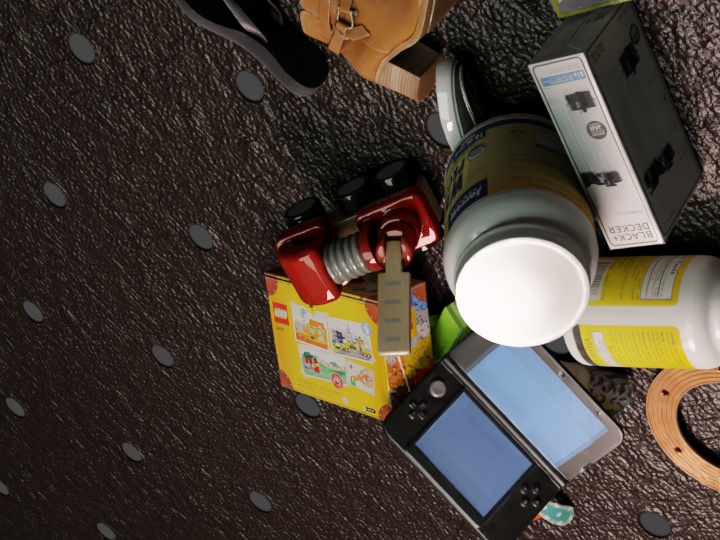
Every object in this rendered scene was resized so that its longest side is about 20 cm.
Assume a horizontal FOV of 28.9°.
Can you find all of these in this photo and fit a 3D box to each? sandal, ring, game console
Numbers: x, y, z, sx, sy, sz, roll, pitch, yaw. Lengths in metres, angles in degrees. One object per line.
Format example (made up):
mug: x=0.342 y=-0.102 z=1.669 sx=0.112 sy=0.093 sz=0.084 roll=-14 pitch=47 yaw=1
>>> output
sandal: x=-0.112 y=-0.266 z=1.465 sx=0.199 sy=0.077 sz=0.043 roll=35 pitch=143 yaw=-10
ring: x=0.402 y=0.167 z=1.494 sx=0.198 sy=0.019 sz=0.202 roll=21 pitch=135 yaw=22
game console: x=0.153 y=0.175 z=1.524 sx=0.200 sy=0.171 sz=0.118 roll=46 pitch=162 yaw=2

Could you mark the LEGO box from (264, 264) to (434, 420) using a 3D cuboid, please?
LEGO box: x=-0.013 y=0.076 z=1.635 sx=0.198 sy=0.077 sz=0.151 roll=14 pitch=119 yaw=44

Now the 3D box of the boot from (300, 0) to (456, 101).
boot: x=0.014 y=-0.270 z=1.362 sx=0.154 sy=0.074 sz=0.201 roll=32 pitch=137 yaw=17

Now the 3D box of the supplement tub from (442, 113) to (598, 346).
supplement tub: x=0.148 y=-0.039 z=1.309 sx=0.142 sy=0.201 sz=0.146 roll=2 pitch=126 yaw=3

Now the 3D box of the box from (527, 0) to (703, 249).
box: x=0.236 y=-0.134 z=1.275 sx=0.060 sy=0.117 sz=0.201 roll=-8 pitch=122 yaw=41

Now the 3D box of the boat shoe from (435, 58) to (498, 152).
boat shoe: x=0.127 y=-0.128 z=1.413 sx=0.056 sy=0.069 sz=0.202 roll=-9 pitch=124 yaw=21

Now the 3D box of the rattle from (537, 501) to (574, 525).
rattle: x=0.185 y=0.266 z=1.666 sx=0.128 sy=0.143 sz=0.202 roll=2 pitch=123 yaw=15

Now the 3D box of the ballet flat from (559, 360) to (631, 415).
ballet flat: x=0.205 y=0.130 z=1.568 sx=0.198 sy=0.072 sz=0.073 roll=-2 pitch=125 yaw=40

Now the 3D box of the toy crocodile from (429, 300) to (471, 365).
toy crocodile: x=0.096 y=0.112 z=1.653 sx=0.068 sy=0.061 sz=0.201 roll=55 pitch=145 yaw=34

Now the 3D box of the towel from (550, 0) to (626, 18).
towel: x=0.198 y=-0.320 z=1.195 sx=0.142 sy=0.023 sz=0.202 roll=-1 pitch=120 yaw=39

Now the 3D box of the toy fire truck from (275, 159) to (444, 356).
toy fire truck: x=0.000 y=0.000 z=1.487 sx=0.174 sy=0.201 sz=0.130 roll=-20 pitch=114 yaw=19

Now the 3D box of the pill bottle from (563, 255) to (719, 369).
pill bottle: x=0.307 y=0.041 z=1.381 sx=0.198 sy=0.111 sz=0.112 roll=0 pitch=126 yaw=39
